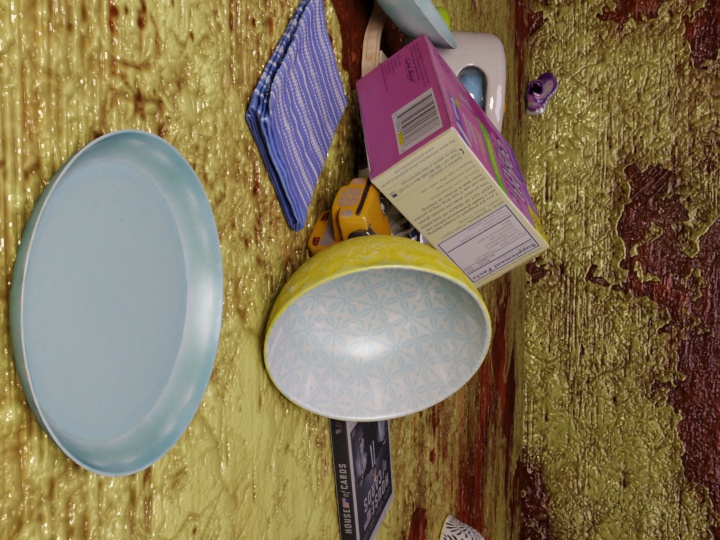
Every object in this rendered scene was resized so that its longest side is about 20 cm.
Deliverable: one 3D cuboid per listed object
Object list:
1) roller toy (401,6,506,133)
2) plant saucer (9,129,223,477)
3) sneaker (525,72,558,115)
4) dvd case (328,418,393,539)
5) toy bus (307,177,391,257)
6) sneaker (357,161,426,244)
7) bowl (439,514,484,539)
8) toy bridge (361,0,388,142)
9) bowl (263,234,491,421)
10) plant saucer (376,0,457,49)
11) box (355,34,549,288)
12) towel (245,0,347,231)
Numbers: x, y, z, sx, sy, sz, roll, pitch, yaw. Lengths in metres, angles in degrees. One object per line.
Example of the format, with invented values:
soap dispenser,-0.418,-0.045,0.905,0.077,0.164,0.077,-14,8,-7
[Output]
roller toy,0.117,-0.211,1.001,0.201,0.139,0.183,93,2,-55
plant saucer,-0.140,0.018,0.464,0.200,0.027,0.202,1,90,-73
sneaker,0.606,-0.614,2.625,0.201,0.080,0.089,-60,136,-33
dvd case,0.005,0.228,0.934,0.150,0.025,0.201,-45,133,-64
toy bus,0.000,0.000,0.812,0.201,0.078,0.065,74,26,-42
sneaker,0.042,-0.037,0.935,0.199,0.079,0.130,77,12,-64
bowl,0.204,0.571,1.470,0.201,0.094,0.202,2,90,-73
toy bridge,0.022,-0.246,0.944,0.067,0.027,0.201,25,68,-68
bowl,0.010,0.034,0.711,0.108,0.199,0.201,-100,175,-47
plant saucer,0.035,-0.319,0.866,0.201,0.039,0.201,48,20,-24
box,0.096,-0.114,0.834,0.200,0.096,0.177,43,27,-37
towel,-0.050,-0.154,0.734,0.145,0.024,0.201,73,25,-46
